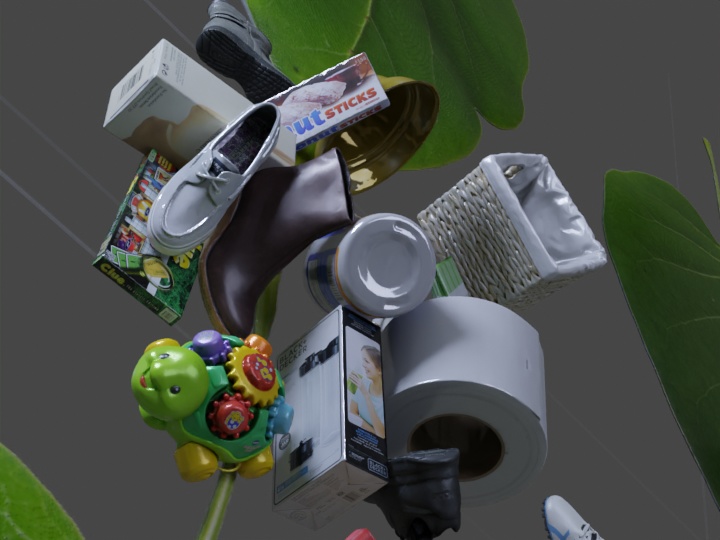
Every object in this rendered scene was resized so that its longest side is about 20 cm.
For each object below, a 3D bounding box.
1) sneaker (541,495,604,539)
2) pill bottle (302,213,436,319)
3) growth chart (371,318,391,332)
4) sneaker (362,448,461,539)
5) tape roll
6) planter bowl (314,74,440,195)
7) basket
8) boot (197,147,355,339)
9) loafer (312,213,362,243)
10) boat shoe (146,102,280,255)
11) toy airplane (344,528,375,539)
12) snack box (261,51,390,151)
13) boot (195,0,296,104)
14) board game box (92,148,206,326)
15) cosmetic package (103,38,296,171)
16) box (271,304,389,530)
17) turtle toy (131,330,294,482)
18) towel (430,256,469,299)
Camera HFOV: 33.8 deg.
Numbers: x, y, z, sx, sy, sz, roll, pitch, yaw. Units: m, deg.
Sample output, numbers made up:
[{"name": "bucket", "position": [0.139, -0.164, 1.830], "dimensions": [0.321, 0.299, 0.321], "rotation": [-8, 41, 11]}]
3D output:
[{"name": "sneaker", "position": [0.305, 0.367, 1.509], "dimensions": [0.200, 0.072, 0.072], "rotation": [54, 32, 3]}, {"name": "pill bottle", "position": [0.000, 0.000, 1.331], "dimensions": [0.111, 0.200, 0.113], "rotation": [1, 86, -18]}, {"name": "growth chart", "position": [0.084, 0.117, 1.511], "dimensions": [0.200, 0.018, 0.145], "rotation": [50, 31, -7]}, {"name": "sneaker", "position": [0.045, 0.233, 1.197], "dimensions": [0.075, 0.200, 0.091], "rotation": [-7, 79, -18]}, {"name": "tape roll", "position": [0.109, 0.149, 1.331], "dimensions": [0.202, 0.202, 0.140], "rotation": [39, 33, -22]}, {"name": "planter bowl", "position": [0.002, -0.197, 1.562], "dimensions": [0.084, 0.201, 0.200], "rotation": [50, 27, 24]}, {"name": "basket", "position": [0.222, -0.047, 1.731], "dimensions": [0.198, 0.161, 0.201], "rotation": [-9, 65, -57]}, {"name": "boot", "position": [-0.086, -0.030, 1.256], "dimensions": [0.072, 0.165, 0.201], "rotation": [44, 35, -52]}, {"name": "loafer", "position": [0.004, -0.038, 1.498], "dimensions": [0.200, 0.068, 0.076], "rotation": [43, 31, -6]}, {"name": "boat shoe", "position": [-0.148, -0.100, 1.237], "dimensions": [0.072, 0.069, 0.200], "rotation": [43, 63, 2]}, {"name": "toy airplane", "position": [0.011, 0.341, 1.087], "dimensions": [0.200, 0.141, 0.200], "rotation": [27, 76, -51]}, {"name": "snack box", "position": [-0.068, -0.191, 1.451], "dimensions": [0.072, 0.199, 0.024], "rotation": [64, 2, 18]}, {"name": "boot", "position": [-0.129, -0.274, 1.573], "dimensions": [0.200, 0.068, 0.131], "rotation": [44, 26, -19]}, {"name": "board game box", "position": [-0.211, -0.039, 1.256], "dimensions": [0.105, 0.023, 0.201], "rotation": [42, 32, -23]}, {"name": "cosmetic package", "position": [-0.179, -0.157, 1.343], "dimensions": [0.200, 0.105, 0.071], "rotation": [33, 37, -29]}, {"name": "box", "position": [-0.033, 0.149, 1.219], "dimensions": [0.060, 0.117, 0.201], "rotation": [31, 38, -29]}, {"name": "turtle toy", "position": [-0.139, 0.116, 1.115], "dimensions": [0.199, 0.101, 0.146], "rotation": [8, 52, -51]}, {"name": "towel", "position": [0.137, 0.083, 1.550], "dimensions": [0.201, 0.031, 0.149], "rotation": [67, 13, 1]}]
